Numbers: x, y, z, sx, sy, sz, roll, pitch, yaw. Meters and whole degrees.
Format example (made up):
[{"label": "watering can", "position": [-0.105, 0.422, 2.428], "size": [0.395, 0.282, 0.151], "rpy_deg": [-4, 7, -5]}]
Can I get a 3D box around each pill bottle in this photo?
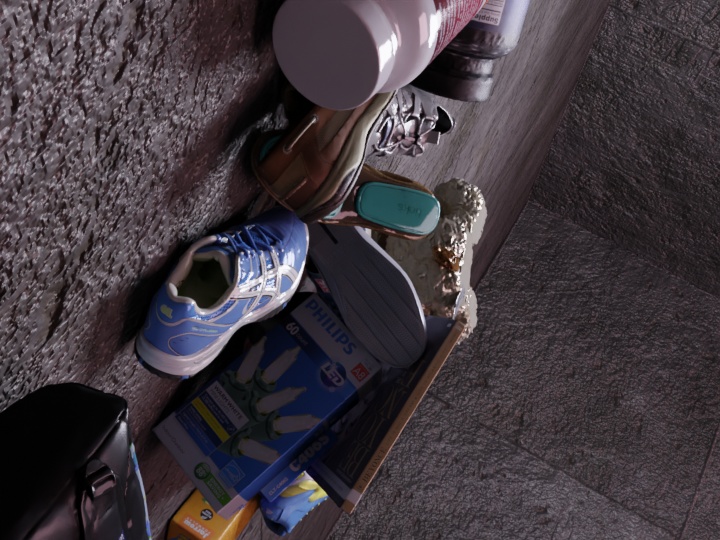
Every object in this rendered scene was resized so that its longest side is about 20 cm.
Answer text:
[{"label": "pill bottle", "position": [0.023, -0.205, 0.646], "size": [0.200, 0.112, 0.114], "rpy_deg": [-52, 165, -41]}, {"label": "pill bottle", "position": [0.104, -0.265, 0.803], "size": [0.112, 0.111, 0.202], "rpy_deg": [-40, 147, -61]}]

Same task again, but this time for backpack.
[{"label": "backpack", "position": [-0.203, 0.185, 0.545], "size": [0.164, 0.152, 0.201], "rpy_deg": [-56, 145, -36]}]

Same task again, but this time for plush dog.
[{"label": "plush dog", "position": [0.043, -0.014, 1.005], "size": [0.160, 0.170, 0.202], "rpy_deg": [1, 94, -68]}]

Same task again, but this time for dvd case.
[{"label": "dvd case", "position": [0.019, 0.130, 0.858], "size": [0.201, 0.016, 0.149], "rpy_deg": [-57, -166, -8]}]

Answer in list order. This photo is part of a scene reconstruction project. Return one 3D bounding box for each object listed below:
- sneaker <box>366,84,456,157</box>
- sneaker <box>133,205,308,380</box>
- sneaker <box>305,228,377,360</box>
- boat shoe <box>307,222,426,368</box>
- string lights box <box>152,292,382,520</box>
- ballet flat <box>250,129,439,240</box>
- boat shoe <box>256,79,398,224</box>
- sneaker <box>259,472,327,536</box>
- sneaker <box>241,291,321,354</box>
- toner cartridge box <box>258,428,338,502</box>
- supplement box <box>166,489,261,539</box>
[{"label": "sneaker", "position": [0.038, -0.145, 0.833], "size": [0.200, 0.082, 0.075], "rpy_deg": [-41, 156, -57]}, {"label": "sneaker", "position": [-0.097, 0.003, 0.693], "size": [0.200, 0.075, 0.077], "rpy_deg": [-52, 169, -45]}, {"label": "sneaker", "position": [-0.021, 0.021, 0.933], "size": [0.084, 0.074, 0.202], "rpy_deg": [-17, 95, -63]}, {"label": "boat shoe", "position": [0.000, 0.000, 0.837], "size": [0.073, 0.201, 0.067], "rpy_deg": [-31, 177, 3]}, {"label": "string lights box", "position": [-0.085, 0.128, 0.832], "size": [0.200, 0.103, 0.059], "rpy_deg": [-41, 163, -12]}, {"label": "ballet flat", "position": [-0.021, -0.074, 0.769], "size": [0.198, 0.072, 0.069], "rpy_deg": [13, 94, -34]}, {"label": "boat shoe", "position": [-0.023, -0.132, 0.687], "size": [0.075, 0.074, 0.201], "rpy_deg": [-33, -150, 48]}, {"label": "sneaker", "position": [-0.081, 0.282, 1.123], "size": [0.105, 0.076, 0.200], "rpy_deg": [-51, 159, -2]}, {"label": "sneaker", "position": [-0.084, 0.093, 0.988], "size": [0.109, 0.067, 0.201], "rpy_deg": [-63, 166, 17]}, {"label": "toner cartridge box", "position": [-0.096, 0.187, 0.949], "size": [0.095, 0.043, 0.200], "rpy_deg": [-42, -171, -16]}, {"label": "supplement box", "position": [-0.156, 0.273, 1.083], "size": [0.200, 0.066, 0.069], "rpy_deg": [-51, 164, -45]}]
